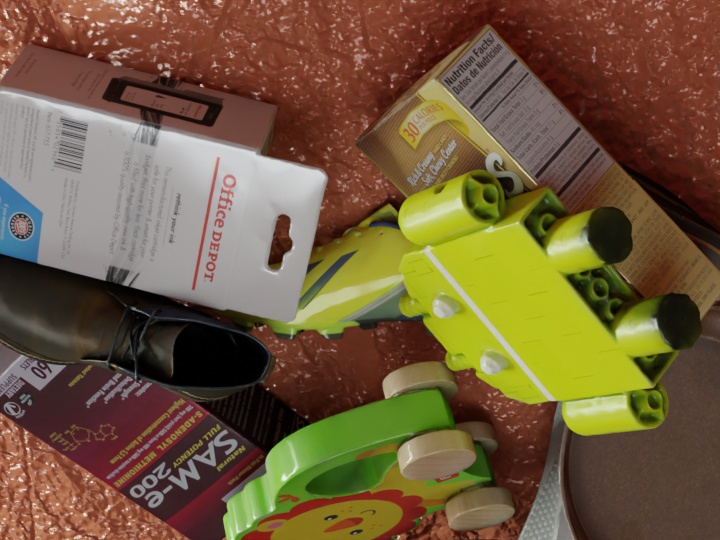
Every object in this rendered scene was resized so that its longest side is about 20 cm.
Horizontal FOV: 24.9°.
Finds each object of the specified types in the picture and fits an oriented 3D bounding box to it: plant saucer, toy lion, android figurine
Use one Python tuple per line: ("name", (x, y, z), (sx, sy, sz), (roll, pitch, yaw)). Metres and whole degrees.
("plant saucer", (0.209, 0.122, 1.029), (0.200, 0.034, 0.201), (0, 89, -19))
("toy lion", (-0.005, 0.144, 1.076), (0.191, 0.069, 0.200), (-18, 153, 8))
("android figurine", (0.095, 0.020, 0.915), (0.182, 0.041, 0.200), (50, 149, -16))

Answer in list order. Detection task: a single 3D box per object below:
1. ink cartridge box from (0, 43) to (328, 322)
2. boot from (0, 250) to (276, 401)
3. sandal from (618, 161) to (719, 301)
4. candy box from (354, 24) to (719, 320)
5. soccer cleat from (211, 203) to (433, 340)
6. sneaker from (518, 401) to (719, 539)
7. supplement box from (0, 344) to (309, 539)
("ink cartridge box", (-0.122, -0.052, 0.990), (0.200, 0.068, 0.116), (15, 122, 0))
("boot", (-0.146, 0.030, 0.999), (0.200, 0.075, 0.097), (19, 168, -25))
("sandal", (0.198, -0.005, 0.985), (0.200, 0.082, 0.055), (33, 101, -25))
("candy box", (0.101, -0.035, 0.931), (0.200, 0.055, 0.115), (45, 154, -7))
("soccer cleat", (0.001, 0.000, 1.038), (0.200, 0.065, 0.084), (-3, 96, 15))
("sneaker", (0.172, 0.172, 1.068), (0.118, 0.074, 0.201), (19, 82, -13))
("supplement box", (-0.145, 0.096, 1.115), (0.200, 0.061, 0.109), (37, 121, -20))
